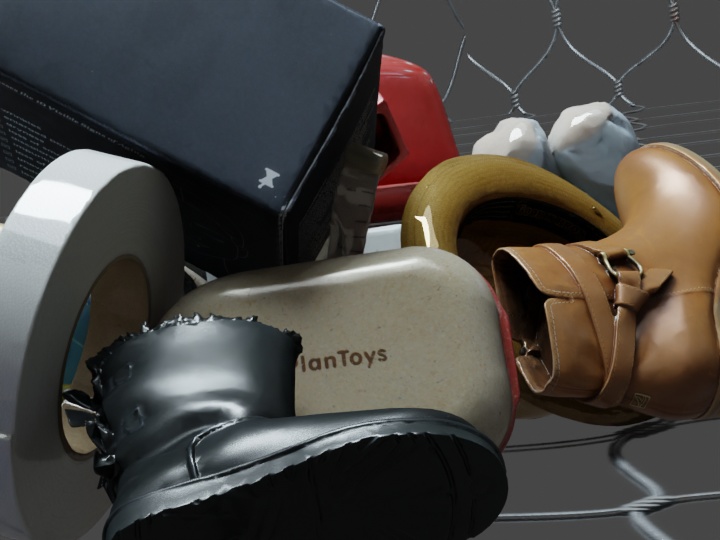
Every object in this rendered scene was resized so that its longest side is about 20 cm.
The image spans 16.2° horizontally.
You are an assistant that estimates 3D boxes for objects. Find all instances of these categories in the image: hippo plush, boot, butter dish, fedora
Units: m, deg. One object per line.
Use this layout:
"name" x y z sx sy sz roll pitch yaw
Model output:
"hippo plush" 0.137 -0.025 1.596 0.199 0.160 0.161 -2 3 -2
"boot" -0.039 0.076 1.182 0.197 0.074 0.163 -14 29 0
"butter dish" -0.033 -0.100 1.689 0.198 0.149 0.200 -6 1 -28
"boot" 0.138 -0.003 1.382 0.154 0.074 0.201 3 41 -25
"fedora" 0.093 0.027 1.437 0.200 0.201 0.082 -16 -26 -47

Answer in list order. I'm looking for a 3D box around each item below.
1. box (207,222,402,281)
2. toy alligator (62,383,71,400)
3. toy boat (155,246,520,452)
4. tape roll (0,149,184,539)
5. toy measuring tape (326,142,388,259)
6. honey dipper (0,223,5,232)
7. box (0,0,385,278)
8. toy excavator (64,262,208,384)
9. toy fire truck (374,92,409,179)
"box" -0.040 0.025 1.677 0.199 0.098 0.124 -6 2 22
"toy alligator" -0.153 0.102 1.411 0.199 0.054 0.059 -4 40 9
"toy boat" -0.017 0.070 1.327 0.199 0.131 0.131 -8 -24 1
"tape roll" -0.145 0.040 1.281 0.037 0.204 0.203 14 13 15
"toy measuring tape" 0.000 0.000 1.425 0.073 0.201 0.074 6 38 -5
"honey dipper" -0.179 0.052 1.301 0.038 0.201 0.038 1 42 -1
"box" -0.101 -0.095 1.387 0.199 0.124 0.197 27 -12 5
"toy excavator" -0.161 0.073 1.506 0.194 0.201 0.100 33 5 -3
"toy fire truck" -0.086 -0.065 1.546 0.199 0.049 0.141 -33 43 -6
